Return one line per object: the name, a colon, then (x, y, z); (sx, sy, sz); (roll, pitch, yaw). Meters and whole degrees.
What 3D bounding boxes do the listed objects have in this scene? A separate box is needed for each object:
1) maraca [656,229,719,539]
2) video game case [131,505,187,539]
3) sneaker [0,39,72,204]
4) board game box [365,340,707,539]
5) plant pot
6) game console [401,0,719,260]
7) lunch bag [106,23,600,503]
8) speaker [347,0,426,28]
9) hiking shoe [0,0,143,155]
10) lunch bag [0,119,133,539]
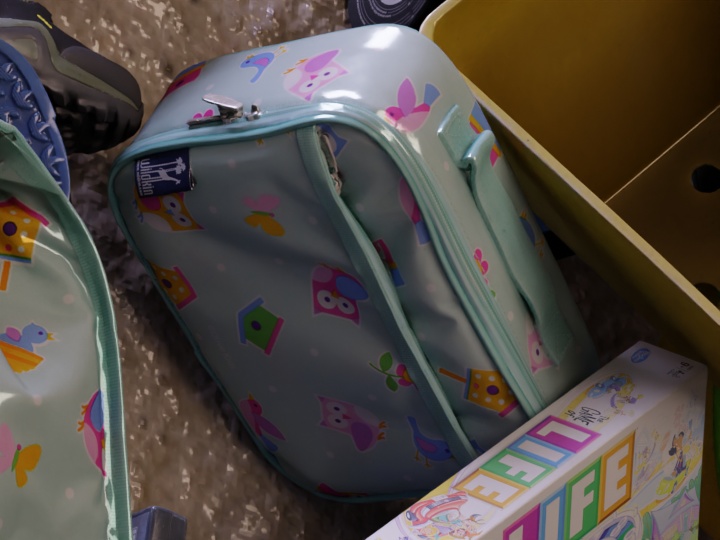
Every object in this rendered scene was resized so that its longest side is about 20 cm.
maraca: (0.188, 0.042, 1.237); (0.137, 0.107, 0.200); (-42, 129, -63)
video game case: (-0.118, 0.191, 0.898); (0.019, 0.143, 0.200); (24, 58, -32)
sneaker: (-0.137, 0.014, 0.996); (0.070, 0.078, 0.200); (-8, 85, -11)
board game box: (0.063, 0.129, 1.012); (0.200, 0.034, 0.135); (-32, 131, -42)
plant pot: (0.168, -0.053, 1.086); (0.200, 0.176, 0.200); (-40, 64, -11)
game console: (0.121, -0.094, 1.160); (0.200, 0.116, 0.176); (-16, 101, -33)
lunch bag: (0.000, 0.000, 1.054); (0.077, 0.160, 0.200); (-53, 124, -39)
speaker: (0.095, -0.110, 1.261); (0.200, 0.081, 0.081); (20, 60, -34)
hiking shoe: (-0.164, -0.120, 1.039); (0.200, 0.076, 0.101); (29, 58, -28)
lunch bag: (-0.167, 0.057, 0.892); (0.122, 0.170, 0.200); (2, 76, -41)
